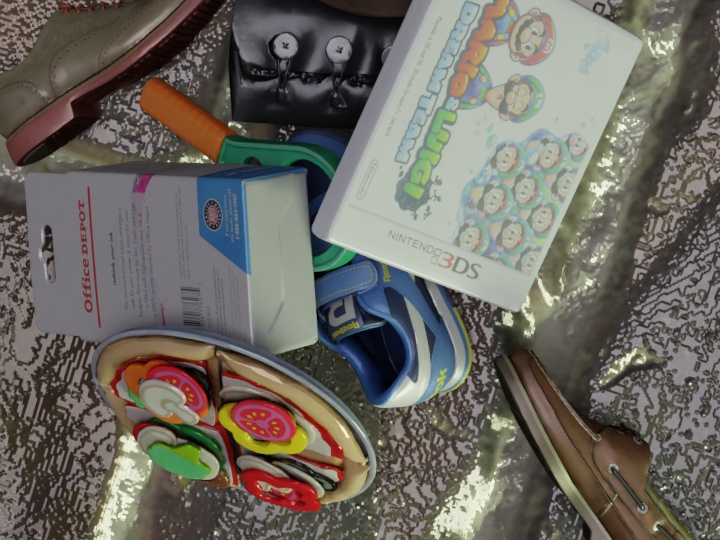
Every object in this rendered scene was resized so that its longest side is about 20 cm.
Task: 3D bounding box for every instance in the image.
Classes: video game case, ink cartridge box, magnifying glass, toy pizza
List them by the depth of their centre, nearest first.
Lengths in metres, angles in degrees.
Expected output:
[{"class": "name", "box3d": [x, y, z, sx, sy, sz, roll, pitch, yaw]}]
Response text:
[{"class": "video game case", "box3d": [0.078, -0.088, 1.251, 0.181, 0.024, 0.201, 20, 97, -40]}, {"class": "toy pizza", "box3d": [-0.086, 0.103, 1.270, 0.199, 0.201, 0.032, 22, 60, 2]}, {"class": "ink cartridge box", "box3d": [-0.127, -0.011, 1.288, 0.199, 0.068, 0.116, 5, 103, 38]}, {"class": "magnifying glass", "box3d": [-0.073, -0.069, 1.288, 0.200, 0.022, 0.080, 37, 122, 30]}]

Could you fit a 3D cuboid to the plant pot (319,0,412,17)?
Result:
[{"class": "plant pot", "box3d": [0.007, -0.281, 1.208, 0.198, 0.175, 0.202, -4, 73, 12]}]

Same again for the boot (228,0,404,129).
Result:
[{"class": "boot", "box3d": [0.013, -0.174, 1.304, 0.198, 0.066, 0.167, 5, 93, 8]}]

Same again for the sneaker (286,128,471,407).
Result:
[{"class": "sneaker", "box3d": [0.000, 0.000, 1.294, 0.074, 0.082, 0.201, -30, 90, 43]}]

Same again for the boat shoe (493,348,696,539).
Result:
[{"class": "boat shoe", "box3d": [0.160, 0.130, 1.312, 0.068, 0.072, 0.201, -31, 101, 1]}]

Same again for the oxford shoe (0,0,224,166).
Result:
[{"class": "oxford shoe", "box3d": [-0.172, -0.156, 1.312, 0.199, 0.070, 0.075, -37, 85, 5]}]
